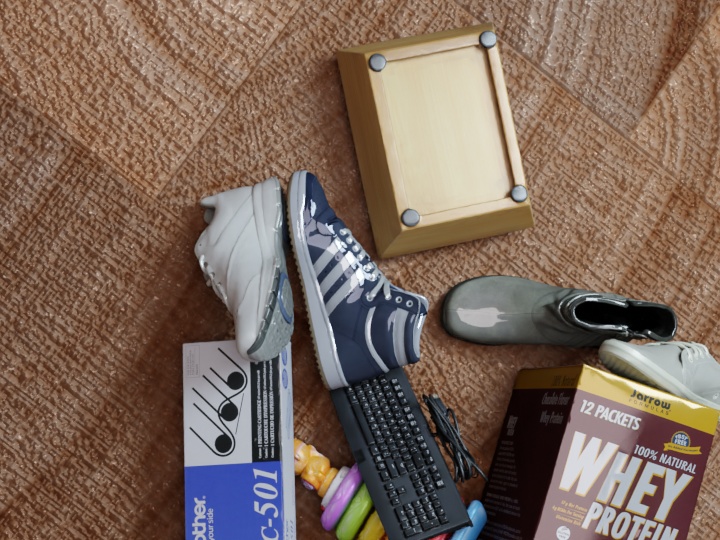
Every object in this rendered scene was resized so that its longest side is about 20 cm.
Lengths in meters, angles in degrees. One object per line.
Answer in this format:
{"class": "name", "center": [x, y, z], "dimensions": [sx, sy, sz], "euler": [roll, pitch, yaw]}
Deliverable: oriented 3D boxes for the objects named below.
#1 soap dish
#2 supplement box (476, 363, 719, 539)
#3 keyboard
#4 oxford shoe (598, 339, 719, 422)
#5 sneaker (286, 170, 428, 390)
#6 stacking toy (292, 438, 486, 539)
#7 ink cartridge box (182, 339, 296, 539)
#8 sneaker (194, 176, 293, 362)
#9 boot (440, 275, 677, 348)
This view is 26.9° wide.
{"class": "soap dish", "center": [0.074, -0.126, 1.407], "dimensions": [0.156, 0.081, 0.202], "euler": [-11, 87, -10]}
{"class": "supplement box", "center": [0.200, 0.200, 1.345], "dimensions": [0.131, 0.197, 0.202], "euler": [18, 82, -8]}
{"class": "keyboard", "center": [0.043, 0.146, 1.346], "dimensions": [0.103, 0.040, 0.201], "euler": [-16, 51, -12]}
{"class": "oxford shoe", "center": [0.281, 0.087, 1.342], "dimensions": [0.199, 0.075, 0.058], "euler": [23, 90, -41]}
{"class": "sneaker", "center": [0.000, 0.000, 1.374], "dimensions": [0.107, 0.070, 0.202], "euler": [-12, 90, 11]}
{"class": "stacking toy", "center": [0.006, 0.214, 1.369], "dimensions": [0.199, 0.116, 0.110], "euler": [32, 78, 5]}
{"class": "ink cartridge box", "center": [-0.108, 0.164, 1.344], "dimensions": [0.093, 0.044, 0.202], "euler": [-5, 78, 12]}
{"class": "sneaker", "center": [-0.104, 0.004, 1.345], "dimensions": [0.086, 0.075, 0.201], "euler": [-8, 45, 3]}
{"class": "boot", "center": [0.181, 0.036, 1.388], "dimensions": [0.198, 0.131, 0.069], "euler": [4, 84, -9]}
